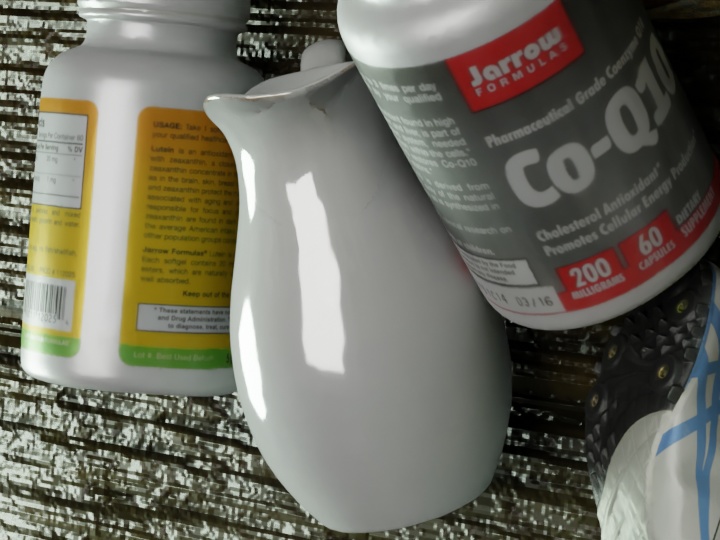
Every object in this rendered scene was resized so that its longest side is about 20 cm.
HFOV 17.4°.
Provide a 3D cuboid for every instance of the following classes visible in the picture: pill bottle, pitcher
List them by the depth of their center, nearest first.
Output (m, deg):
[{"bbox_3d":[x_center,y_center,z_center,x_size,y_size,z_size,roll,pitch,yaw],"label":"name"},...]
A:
[{"bbox_3d":[0.060,-0.085,0.936,0.113,0.114,0.201,-5,129,37],"label":"pill bottle"},{"bbox_3d":[0.000,0.000,1.046,0.120,0.172,0.201,-12,102,11],"label":"pitcher"},{"bbox_3d":[-0.100,-0.046,1.123,0.111,0.111,0.202,7,93,37],"label":"pill bottle"}]

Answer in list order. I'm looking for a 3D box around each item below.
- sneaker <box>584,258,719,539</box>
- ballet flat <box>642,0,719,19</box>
[{"bbox_3d":[0.135,0.095,0.977,0.072,0.072,0.202,-15,66,58],"label":"sneaker"},{"bbox_3d":[0.099,-0.131,0.999,0.199,0.070,0.071,-7,85,38],"label":"ballet flat"}]
